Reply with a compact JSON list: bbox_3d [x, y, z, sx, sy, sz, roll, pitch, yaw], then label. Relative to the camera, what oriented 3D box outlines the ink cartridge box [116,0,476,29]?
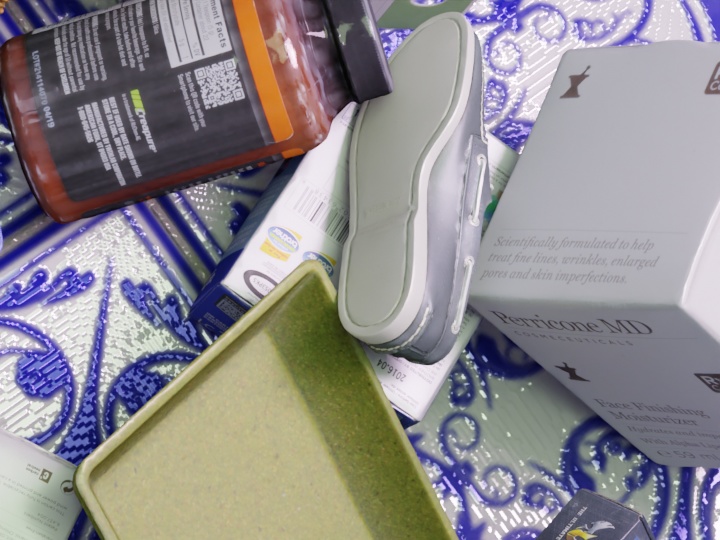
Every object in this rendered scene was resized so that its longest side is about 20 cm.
[{"bbox_3d":[-0.025,-0.178,1.532,0.199,0.146,0.048,-2,74,-18],"label":"ink cartridge box"}]

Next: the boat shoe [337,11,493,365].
[{"bbox_3d":[0.037,-0.043,1.489,0.062,0.073,0.201,35,55,-40],"label":"boat shoe"}]

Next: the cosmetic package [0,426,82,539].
[{"bbox_3d":[-0.218,0.184,1.404,0.085,0.108,0.200,28,69,-9],"label":"cosmetic package"}]

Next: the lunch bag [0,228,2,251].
[{"bbox_3d":[-0.276,-0.048,1.408,0.200,0.170,0.128,35,72,-6],"label":"lunch bag"}]

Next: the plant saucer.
[{"bbox_3d":[-0.056,0.129,1.437,0.200,0.048,0.200,-43,116,-38],"label":"plant saucer"}]

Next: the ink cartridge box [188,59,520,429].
[{"bbox_3d":[0.000,0.000,1.534,0.136,0.076,0.200,35,67,-7],"label":"ink cartridge box"}]

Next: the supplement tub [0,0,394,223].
[{"bbox_3d":[-0.086,-0.100,1.482,0.199,0.107,0.107,-16,81,3],"label":"supplement tub"}]

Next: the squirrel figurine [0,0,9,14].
[{"bbox_3d":[-0.199,-0.192,1.410,0.186,0.141,0.200,37,70,-12],"label":"squirrel figurine"}]

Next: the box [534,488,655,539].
[{"bbox_3d":[0.098,0.240,1.476,0.200,0.051,0.158,-45,132,-22],"label":"box"}]

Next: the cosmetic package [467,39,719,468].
[{"bbox_3d":[0.196,-0.004,1.512,0.200,0.165,0.165,39,66,-36],"label":"cosmetic package"}]
